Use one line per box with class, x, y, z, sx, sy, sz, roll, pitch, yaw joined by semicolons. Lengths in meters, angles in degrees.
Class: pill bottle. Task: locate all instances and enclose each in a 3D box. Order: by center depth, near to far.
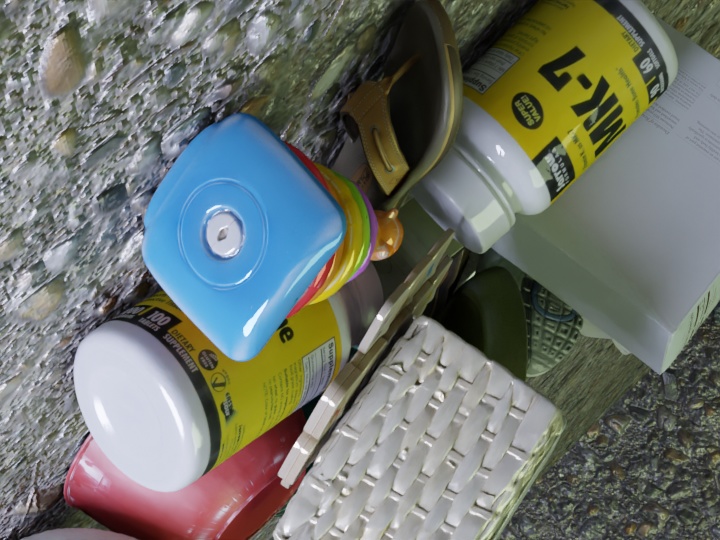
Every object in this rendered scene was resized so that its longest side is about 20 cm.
pill bottle;-0.079;0.048;0.996;0.199;0.112;0.113;-33;159;-41
pill bottle;0.126;-0.115;1.121;0.200;0.114;0.114;-45;164;-8

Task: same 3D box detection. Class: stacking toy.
stacking toy;-0.028;-0.024;0.936;0.116;0.110;0.199;-52;158;21

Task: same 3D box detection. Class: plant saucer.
plant saucer;0.092;0.094;1.327;0.031;0.201;0.201;8;139;-16

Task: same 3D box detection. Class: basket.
basket;0.041;0.145;1.063;0.201;0.135;0.123;-56;171;-7

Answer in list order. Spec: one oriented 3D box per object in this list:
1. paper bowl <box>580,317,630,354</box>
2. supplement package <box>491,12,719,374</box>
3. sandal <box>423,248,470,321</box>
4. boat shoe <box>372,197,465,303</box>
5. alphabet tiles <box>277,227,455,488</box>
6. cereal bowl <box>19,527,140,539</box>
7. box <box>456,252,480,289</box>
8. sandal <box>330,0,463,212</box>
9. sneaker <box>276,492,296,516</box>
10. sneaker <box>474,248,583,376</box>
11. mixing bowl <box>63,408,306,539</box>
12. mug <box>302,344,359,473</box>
paper bowl;0.244;-0.014;1.526;0.104;0.202;0.200;-20;170;17
supplement package;0.230;-0.062;1.232;0.200;0.191;0.147;-50;164;-8
sandal;0.058;0.002;1.321;0.082;0.054;0.200;-61;174;-31
boat shoe;0.002;0.002;1.154;0.201;0.074;0.063;-28;168;-35
alphabet tiles;0.007;0.065;1.071;0.200;0.015;0.196;-48;170;-51
cereal bowl;-0.193;0.257;1.117;0.084;0.199;0.201;-83;-161;-51
box;0.101;0.050;1.506;0.200;0.036;0.144;-45;144;-1
sandal;0.010;-0.087;0.995;0.054;0.081;0.200;-6;146;-33
sneaker;-0.095;0.190;1.388;0.079;0.076;0.200;-32;157;1
sneaker;0.143;0.019;1.365;0.087;0.074;0.201;-39;-148;35
mixing bowl;-0.111;0.143;1.145;0.200;0.108;0.200;-41;163;-15
mug;0.016;0.099;1.277;0.114;0.152;0.186;-27;155;-54
